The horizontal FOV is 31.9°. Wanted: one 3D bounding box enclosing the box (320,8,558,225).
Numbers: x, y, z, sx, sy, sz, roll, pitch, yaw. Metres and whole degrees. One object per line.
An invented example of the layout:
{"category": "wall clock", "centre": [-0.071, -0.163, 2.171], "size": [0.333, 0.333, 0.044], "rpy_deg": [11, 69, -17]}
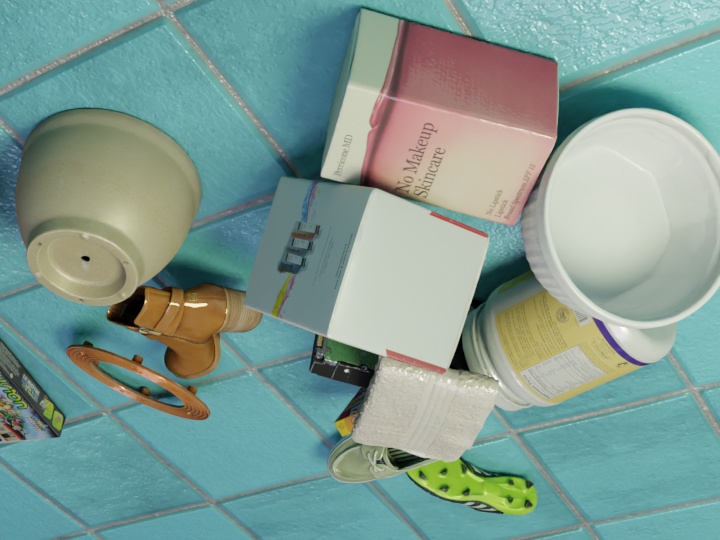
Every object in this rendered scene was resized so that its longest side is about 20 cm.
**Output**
{"category": "box", "centre": [0.073, -0.141, 1.181], "size": [0.197, 0.110, 0.129], "rpy_deg": [13, 140, -6]}

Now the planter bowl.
{"category": "planter bowl", "centre": [-0.277, -0.050, 1.330], "size": [0.197, 0.136, 0.202], "rpy_deg": [5, 140, 4]}

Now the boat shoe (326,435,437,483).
{"category": "boat shoe", "centre": [0.038, 0.233, 1.640], "size": [0.198, 0.062, 0.073], "rpy_deg": [-22, 95, 23]}

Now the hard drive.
{"category": "hard drive", "centre": [0.048, 0.077, 1.414], "size": [0.197, 0.141, 0.038], "rpy_deg": [15, 140, -9]}

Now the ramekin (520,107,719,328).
{"category": "ramekin", "centre": [0.246, -0.045, 1.197], "size": [0.198, 0.203, 0.105], "rpy_deg": [19, 172, -12]}

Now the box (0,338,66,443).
{"category": "box", "centre": [-0.491, 0.158, 1.686], "size": [0.109, 0.035, 0.201], "rpy_deg": [-8, 137, 18]}

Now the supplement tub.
{"category": "supplement tub", "centre": [0.222, 0.060, 1.359], "size": [0.145, 0.147, 0.199], "rpy_deg": [36, 133, -29]}

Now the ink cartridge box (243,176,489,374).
{"category": "ink cartridge box", "centre": [0.000, 0.000, 1.249], "size": [0.144, 0.146, 0.199], "rpy_deg": [19, 179, -29]}

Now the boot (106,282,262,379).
{"category": "boot", "centre": [-0.223, 0.070, 1.452], "size": [0.154, 0.078, 0.199], "rpy_deg": [6, 158, -36]}

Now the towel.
{"category": "towel", "centre": [0.065, 0.154, 1.363], "size": [0.131, 0.035, 0.201], "rpy_deg": [12, 149, -3]}

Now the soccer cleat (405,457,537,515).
{"category": "soccer cleat", "centre": [0.143, 0.295, 1.709], "size": [0.198, 0.068, 0.081], "rpy_deg": [19, 152, -12]}

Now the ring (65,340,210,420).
{"category": "ring", "centre": [-0.278, 0.138, 1.590], "size": [0.198, 0.019, 0.201], "rpy_deg": [20, 159, 8]}

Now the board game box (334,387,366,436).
{"category": "board game box", "centre": [0.064, 0.138, 1.516], "size": [0.199, 0.096, 0.030], "rpy_deg": [-24, 104, 33]}
